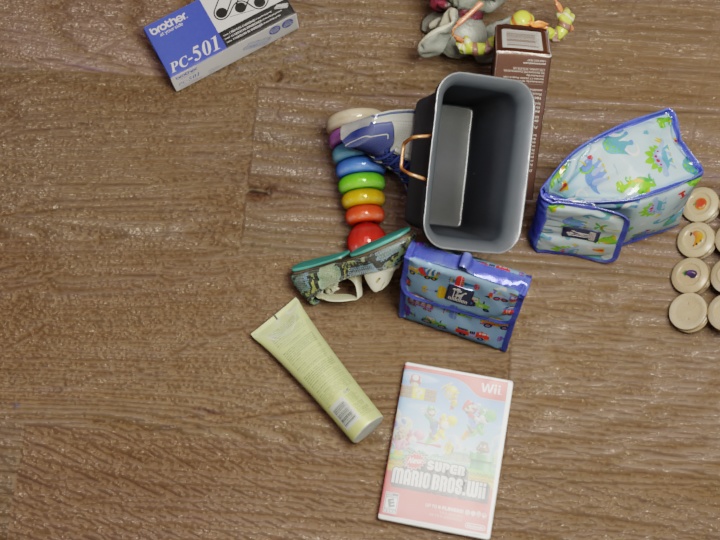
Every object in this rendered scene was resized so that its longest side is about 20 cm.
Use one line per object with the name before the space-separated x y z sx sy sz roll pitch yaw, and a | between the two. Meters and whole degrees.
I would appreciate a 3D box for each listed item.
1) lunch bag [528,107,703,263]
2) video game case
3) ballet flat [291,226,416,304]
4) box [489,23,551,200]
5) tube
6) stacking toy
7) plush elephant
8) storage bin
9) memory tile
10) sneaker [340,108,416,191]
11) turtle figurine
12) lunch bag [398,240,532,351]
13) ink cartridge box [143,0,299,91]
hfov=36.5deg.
lunch bag | 0.313 -0.094 1.381 0.198 0.170 0.128 -18 69 -3
video game case | 0.109 0.226 1.377 0.142 0.017 0.202 9 74 6
ballet flat | 0.000 0.000 1.387 0.199 0.074 0.075 -17 68 39
box | 0.197 -0.201 1.397 0.074 0.201 0.100 6 32 3
tube | -0.051 0.129 1.400 0.200 0.052 0.058 48 39 17
stacking toy | 0.005 -0.110 1.454 0.085 0.085 0.202 -7 80 1
plush elephant | 0.138 -0.363 1.492 0.200 0.164 0.156 48 121 45
storage bin | 0.109 -0.127 1.307 0.144 0.134 0.202 5 93 -18
memory tile | 0.476 -0.017 1.393 0.152 0.017 0.202 -1 70 36
sneaker | 0.072 -0.142 1.420 0.080 0.198 0.116 -12 81 45
turtle figurine | 0.222 -0.291 1.445 0.198 0.162 0.065 -16 56 -3
lunch bag | 0.130 0.014 1.343 0.149 0.200 0.095 18 75 8
ink cartridge box | -0.196 -0.343 1.544 0.199 0.044 0.094 -29 73 -6
